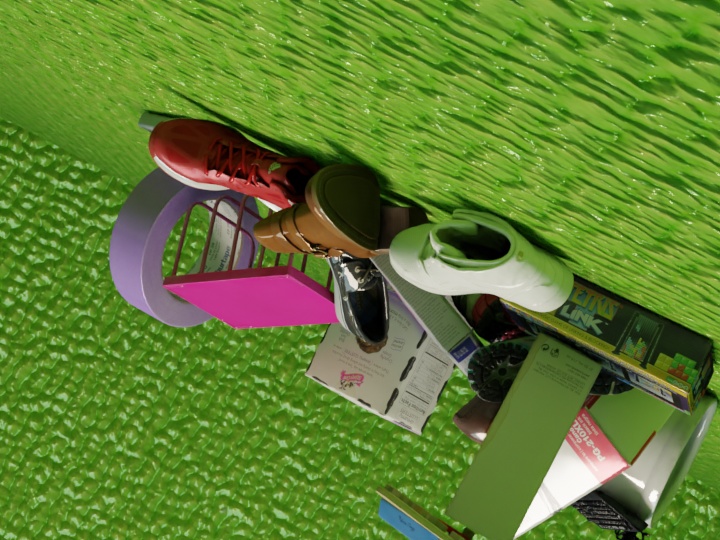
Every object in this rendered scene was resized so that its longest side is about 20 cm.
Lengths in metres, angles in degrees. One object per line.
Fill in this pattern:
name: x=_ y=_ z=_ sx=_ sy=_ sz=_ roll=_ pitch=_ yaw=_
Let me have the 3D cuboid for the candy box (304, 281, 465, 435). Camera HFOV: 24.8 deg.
candy box: x=0.045 y=0.072 z=1.963 sx=0.071 sy=0.201 sz=0.167 roll=30 pitch=175 yaw=-40

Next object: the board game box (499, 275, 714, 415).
board game box: x=0.242 y=0.063 z=1.588 sx=0.199 sy=0.057 sz=0.165 roll=27 pitch=174 yaw=16

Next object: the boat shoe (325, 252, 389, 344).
boat shoe: x=0.000 y=0.000 z=1.822 sx=0.057 sy=0.068 sz=0.201 roll=43 pitch=155 yaw=40

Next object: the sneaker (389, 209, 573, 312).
sneaker: x=0.085 y=-0.024 z=1.477 sx=0.199 sy=0.074 sz=0.115 roll=11 pitch=164 yaw=41

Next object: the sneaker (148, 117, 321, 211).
sneaker: x=-0.116 y=-0.116 z=1.702 sx=0.198 sy=0.079 sz=0.115 roll=16 pitch=171 yaw=-17

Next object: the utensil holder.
utensil holder: x=0.298 y=0.182 z=1.950 sx=0.199 sy=0.171 sz=0.170 roll=28 pitch=177 yaw=20

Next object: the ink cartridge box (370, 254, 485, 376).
ink cartridge box: x=0.058 y=0.017 z=1.768 sx=0.200 sy=0.043 sz=0.196 roll=51 pitch=-178 yaw=16

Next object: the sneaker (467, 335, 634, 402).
sneaker: x=0.211 y=0.090 z=1.728 sx=0.198 sy=0.079 sz=0.086 roll=-4 pitch=-174 yaw=6

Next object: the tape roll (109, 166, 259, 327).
tape roll: x=-0.217 y=-0.034 z=2.050 sx=0.065 sy=0.202 sz=0.200 roll=24 pitch=175 yaw=36

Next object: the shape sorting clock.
shape sorting clock: x=0.097 y=0.269 z=1.588 sx=0.199 sy=0.039 sz=0.200 roll=33 pitch=175 yaw=3

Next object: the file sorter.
file sorter: x=-0.106 y=-0.018 z=1.945 sx=0.198 sy=0.127 sz=0.139 roll=-5 pitch=155 yaw=38

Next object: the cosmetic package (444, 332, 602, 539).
cosmetic package: x=0.161 y=0.169 z=1.616 sx=0.073 sy=0.201 sz=0.104 roll=28 pitch=175 yaw=9

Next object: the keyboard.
keyboard: x=0.291 y=0.302 z=1.947 sx=0.104 sy=0.040 sz=0.200 roll=34 pitch=172 yaw=1

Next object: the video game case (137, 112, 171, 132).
video game case: x=-0.167 y=-0.137 z=2.001 sx=0.181 sy=0.022 sz=0.200 roll=29 pitch=177 yaw=-25

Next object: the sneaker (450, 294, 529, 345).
sneaker: x=0.154 y=0.040 z=1.813 sx=0.075 sy=0.081 sz=0.200 roll=49 pitch=-179 yaw=25

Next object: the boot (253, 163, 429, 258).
boot: x=-0.042 y=-0.054 z=1.596 sx=0.154 sy=0.078 sz=0.199 roll=-1 pitch=175 yaw=30

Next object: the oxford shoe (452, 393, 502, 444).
oxford shoe: x=0.176 y=0.113 z=1.813 sx=0.072 sy=0.200 sz=0.072 roll=26 pitch=141 yaw=24

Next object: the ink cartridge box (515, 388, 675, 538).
ink cartridge box: x=0.229 y=0.194 z=1.801 sx=0.085 sy=0.200 sz=0.145 roll=51 pitch=-142 yaw=1
